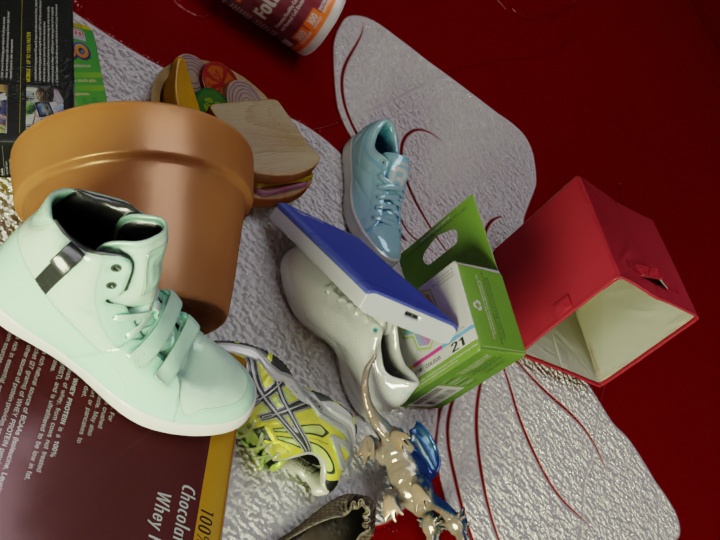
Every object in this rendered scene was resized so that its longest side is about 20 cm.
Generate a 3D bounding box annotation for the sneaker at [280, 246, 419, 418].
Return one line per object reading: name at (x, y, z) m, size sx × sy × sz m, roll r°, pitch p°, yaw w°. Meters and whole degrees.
sneaker at (-0.005, 0.050, 0.845) m, size 0.075 × 0.088 × 0.202 m, roll -27°, pitch 81°, yaw -48°

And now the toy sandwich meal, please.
toy sandwich meal at (-0.136, -0.161, 0.887) m, size 0.203 × 0.070 × 0.208 m, roll 25°, pitch 47°, yaw -29°

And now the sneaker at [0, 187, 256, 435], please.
sneaker at (-0.130, 0.031, 0.508) m, size 0.199 × 0.118 × 0.075 m, roll 34°, pitch 41°, yaw -22°

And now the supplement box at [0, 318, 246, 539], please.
supplement box at (-0.204, 0.136, 0.556) m, size 0.198 × 0.132 × 0.200 m, roll 26°, pitch 46°, yaw -27°

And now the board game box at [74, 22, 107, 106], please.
board game box at (-0.290, -0.161, 0.774) m, size 0.094 × 0.030 × 0.203 m, roll 5°, pitch 62°, yaw -43°

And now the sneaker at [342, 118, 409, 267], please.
sneaker at (0.025, -0.103, 0.990) m, size 0.073 × 0.082 × 0.203 m, roll 11°, pitch 55°, yaw -37°

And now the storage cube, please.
storage cube at (0.307, 0.018, 1.091) m, size 0.169 × 0.200 × 0.182 m, roll 22°, pitch 42°, yaw -30°

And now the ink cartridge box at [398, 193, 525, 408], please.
ink cartridge box at (0.082, 0.031, 0.898) m, size 0.075 × 0.148 × 0.203 m, roll 9°, pitch 55°, yaw -37°

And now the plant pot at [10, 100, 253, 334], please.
plant pot at (-0.179, -0.024, 0.657) m, size 0.198 × 0.199 × 0.143 m, roll 9°, pitch 64°, yaw -39°

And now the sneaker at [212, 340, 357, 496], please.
sneaker at (-0.084, 0.131, 0.721) m, size 0.198 × 0.075 × 0.077 m, roll 32°, pitch 42°, yaw -22°

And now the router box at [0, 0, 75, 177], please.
router box at (-0.324, -0.176, 0.698) m, size 0.146 × 0.051 × 0.203 m, roll 1°, pitch 59°, yaw -22°

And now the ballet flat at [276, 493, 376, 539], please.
ballet flat at (-0.045, 0.251, 0.692) m, size 0.199 × 0.046 × 0.068 m, roll -26°, pitch 80°, yaw -50°

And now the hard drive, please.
hard drive at (0.000, 0.000, 0.840) m, size 0.131 × 0.026 × 0.200 m, roll 24°, pitch 13°, yaw -40°

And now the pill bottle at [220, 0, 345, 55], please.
pill bottle at (-0.123, -0.374, 1.020) m, size 0.198 × 0.114 × 0.116 m, roll 28°, pitch 45°, yaw -26°

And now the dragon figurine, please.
dragon figurine at (0.044, 0.188, 0.801) m, size 0.203 × 0.058 × 0.099 m, roll 65°, pitch 14°, yaw 15°
